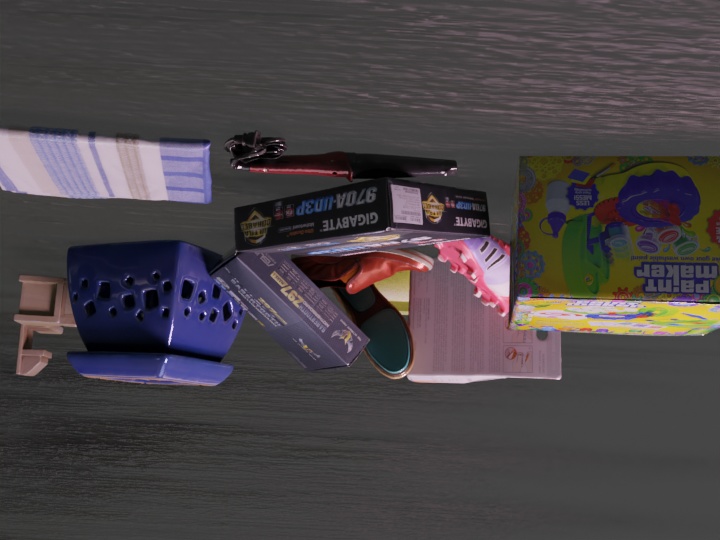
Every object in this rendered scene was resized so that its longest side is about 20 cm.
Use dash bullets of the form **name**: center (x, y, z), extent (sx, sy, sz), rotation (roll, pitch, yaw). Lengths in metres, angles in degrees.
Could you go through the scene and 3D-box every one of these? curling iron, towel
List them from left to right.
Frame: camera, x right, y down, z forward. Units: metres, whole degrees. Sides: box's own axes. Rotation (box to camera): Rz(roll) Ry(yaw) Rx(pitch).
- **towel**: center (-0.229, -0.094, 0.682), extent (0.196, 0.024, 0.147), rotation (2, 167, -9)
- **curling iron**: center (-0.014, -0.088, 0.645), extent (0.196, 0.026, 0.050), rotation (5, 172, -12)

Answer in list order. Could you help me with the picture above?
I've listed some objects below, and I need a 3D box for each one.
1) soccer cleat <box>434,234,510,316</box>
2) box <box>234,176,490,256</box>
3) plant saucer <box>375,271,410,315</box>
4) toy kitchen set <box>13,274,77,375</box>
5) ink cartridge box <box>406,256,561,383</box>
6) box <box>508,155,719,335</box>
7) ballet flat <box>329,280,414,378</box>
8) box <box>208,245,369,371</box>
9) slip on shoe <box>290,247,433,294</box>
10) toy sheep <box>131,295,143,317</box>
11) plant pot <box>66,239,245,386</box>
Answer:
- **soccer cleat**: center (0.148, -0.016, 0.918), extent (0.066, 0.077, 0.200), rotation (31, 172, 39)
- **box**: center (0.000, -0.046, 0.746), extent (0.198, 0.047, 0.158), rotation (-6, 176, 40)
- **plant saucer**: center (0.064, 0.035, 1.204), extent (0.196, 0.049, 0.200), rotation (3, 169, -1)
- **toy kitchen set**: center (-0.527, 0.112, 1.431), extent (0.177, 0.167, 0.200), rotation (4, 169, -10)
- **ink cartridge box**: center (0.160, 0.063, 1.021), extent (0.196, 0.165, 0.050), rotation (0, 164, 12)
- **box**: center (0.237, -0.015, 0.709), extent (0.196, 0.125, 0.193), rotation (2, 169, 9)
- **ballet flat**: center (0.020, 0.066, 1.039), extent (0.068, 0.202, 0.063), rotation (-27, 147, -3)
- **box**: center (-0.097, 0.045, 1.010), extent (0.200, 0.051, 0.157), rotation (45, 156, -11)
- **slip on shoe**: center (0.000, 0.000, 1.006), extent (0.196, 0.062, 0.074), rotation (-3, 166, 21)
- **toy sheep**: center (-0.390, 0.070, 1.264), extent (0.135, 0.141, 0.200), rotation (2, 160, 1)
- **plant pot**: center (-0.286, 0.068, 1.107), extent (0.196, 0.184, 0.200), rotation (-2, 167, 22)
